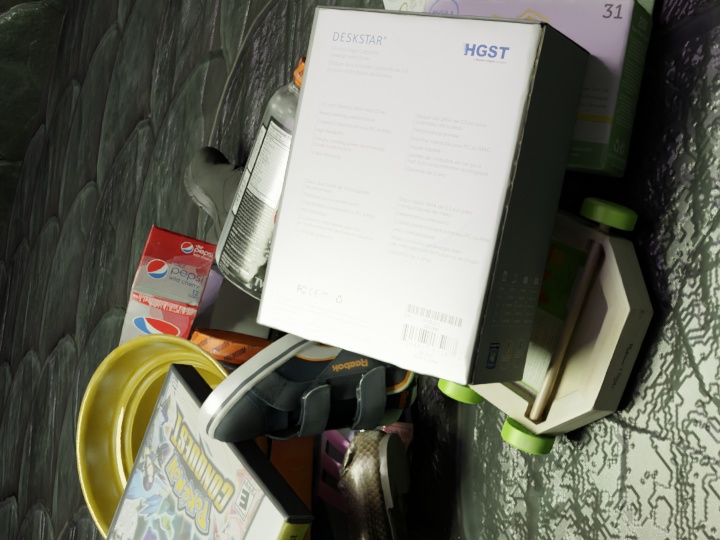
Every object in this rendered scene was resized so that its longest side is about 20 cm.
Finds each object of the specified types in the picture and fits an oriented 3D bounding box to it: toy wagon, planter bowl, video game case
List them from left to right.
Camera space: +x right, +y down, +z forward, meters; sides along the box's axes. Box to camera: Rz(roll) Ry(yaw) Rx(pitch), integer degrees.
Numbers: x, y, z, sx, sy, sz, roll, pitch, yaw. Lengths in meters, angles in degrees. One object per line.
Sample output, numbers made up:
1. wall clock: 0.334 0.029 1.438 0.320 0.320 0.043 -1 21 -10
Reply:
1. video game case: -0.122 0.195 0.732 0.200 0.025 0.181 39 112 48
2. planter bowl: -0.140 0.151 0.846 0.200 0.083 0.202 0 90 32
3. toy wagon: 0.097 0.015 0.646 0.200 0.039 0.156 34 110 52

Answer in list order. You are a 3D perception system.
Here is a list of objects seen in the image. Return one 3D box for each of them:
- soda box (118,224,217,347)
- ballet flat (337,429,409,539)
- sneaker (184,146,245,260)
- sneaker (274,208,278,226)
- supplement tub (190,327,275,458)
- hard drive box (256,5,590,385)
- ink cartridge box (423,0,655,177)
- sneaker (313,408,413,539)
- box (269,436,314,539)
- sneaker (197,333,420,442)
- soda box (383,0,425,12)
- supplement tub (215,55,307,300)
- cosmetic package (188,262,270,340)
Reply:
1. soda box: -0.191 0.036 0.974 0.200 0.063 0.070 126 159 -60
2. ballet flat: 0.011 0.212 0.699 0.046 0.067 0.201 -6 87 20
3. sneaker: -0.138 -0.086 1.133 0.091 0.076 0.200 -53 43 23
4. sneaker: 0.000 0.000 0.807 0.078 0.115 0.200 51 159 26
5. supplement tub: -0.133 0.162 0.961 0.122 0.122 0.201 14 92 62
6. hard drive box: 0.035 -0.047 0.604 0.155 0.077 0.201 14 95 32
7. ink cartridge box: 0.112 -0.167 0.636 0.145 0.048 0.201 12 94 33
8. sneaker: 0.009 0.151 0.756 0.082 0.070 0.201 -41 47 52
9. box: -0.056 0.222 0.782 0.200 0.041 0.120 -100 12 -71
10. sneaker: -0.012 0.076 0.701 0.080 0.199 0.079 52 157 20
11. soda box: 0.065 -0.203 0.781 0.064 0.068 0.201 -50 39 42
12. supplement tub: -0.041 -0.076 0.877 0.201 0.122 0.123 -66 30 21
13. cosmetic package: -0.157 0.099 1.084 0.102 0.074 0.201 28 103 62
